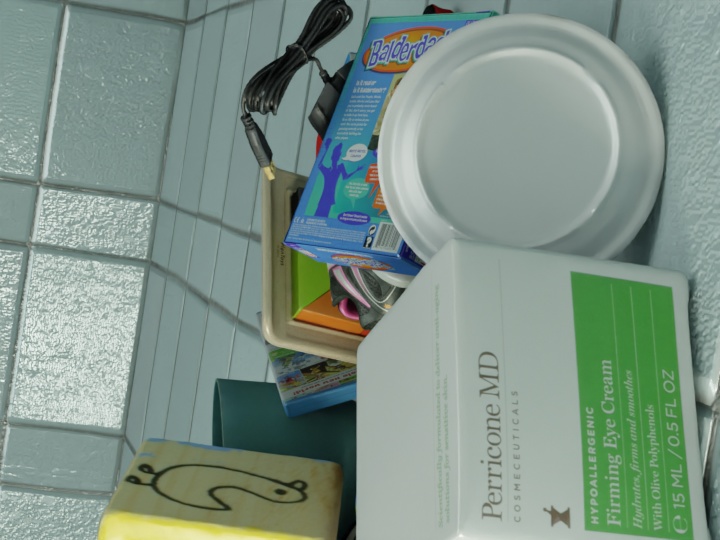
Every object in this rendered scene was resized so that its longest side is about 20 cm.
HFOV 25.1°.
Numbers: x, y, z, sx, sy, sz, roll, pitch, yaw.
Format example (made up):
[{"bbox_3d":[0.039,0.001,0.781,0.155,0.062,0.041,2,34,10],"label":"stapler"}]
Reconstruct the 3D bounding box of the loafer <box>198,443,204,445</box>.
[{"bbox_3d":[-0.179,0.271,1.606,0.076,0.068,0.201,104,163,-61],"label":"loafer"}]

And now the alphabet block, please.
[{"bbox_3d":[-0.122,0.273,1.380,0.200,0.195,0.197,-86,2,-78],"label":"alphabet block"}]

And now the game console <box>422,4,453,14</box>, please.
[{"bbox_3d":[0.063,-0.142,1.590,0.177,0.031,0.200,116,157,-47],"label":"game console"}]

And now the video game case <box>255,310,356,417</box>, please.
[{"bbox_3d":[-0.020,0.071,1.586,0.200,0.143,0.018,-116,11,-64],"label":"video game case"}]

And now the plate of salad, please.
[{"bbox_3d":[0.111,-0.080,1.128,0.048,0.199,0.201,39,-125,-75],"label":"plate of salad"}]

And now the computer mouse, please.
[{"bbox_3d":[-0.021,-0.110,1.322,0.046,0.140,0.200,24,152,37],"label":"computer mouse"}]

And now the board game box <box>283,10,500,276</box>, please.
[{"bbox_3d":[0.032,-0.099,1.239,0.152,0.045,0.201,10,76,53],"label":"board game box"}]

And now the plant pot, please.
[{"bbox_3d":[-0.060,0.204,1.582,0.201,0.160,0.201,179,90,-81],"label":"plant pot"}]

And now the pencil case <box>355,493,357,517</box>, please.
[{"bbox_3d":[0.068,0.211,1.215,0.087,0.078,0.200,-44,33,-7],"label":"pencil case"}]

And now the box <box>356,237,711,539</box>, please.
[{"bbox_3d":[0.103,0.113,1.051,0.200,0.171,0.200,126,148,-60],"label":"box"}]

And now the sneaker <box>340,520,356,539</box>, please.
[{"bbox_3d":[0.031,0.216,1.467,0.200,0.073,0.112,135,144,-53],"label":"sneaker"}]

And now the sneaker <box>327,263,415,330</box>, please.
[{"bbox_3d":[-0.005,-0.006,1.347,0.200,0.080,0.087,-123,48,-68],"label":"sneaker"}]

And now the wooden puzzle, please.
[{"bbox_3d":[0.000,0.000,1.447,0.037,0.200,0.185,-42,40,44],"label":"wooden puzzle"}]

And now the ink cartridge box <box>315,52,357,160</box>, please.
[{"bbox_3d":[0.000,-0.125,1.674,0.200,0.067,0.117,118,154,-65],"label":"ink cartridge box"}]
